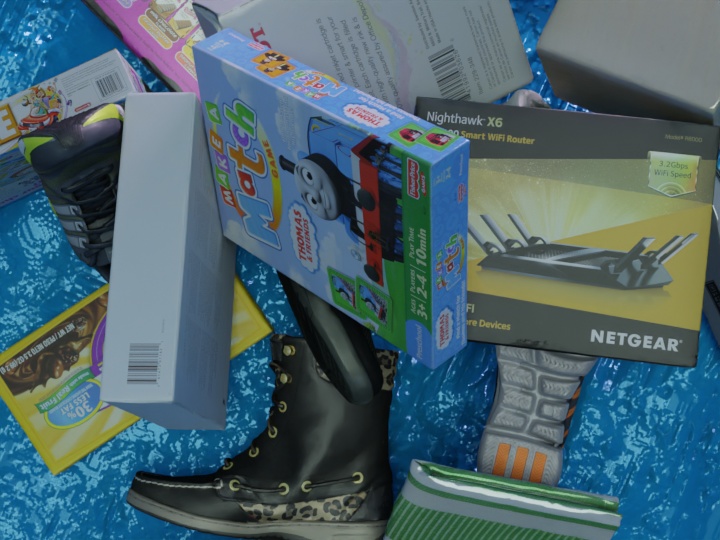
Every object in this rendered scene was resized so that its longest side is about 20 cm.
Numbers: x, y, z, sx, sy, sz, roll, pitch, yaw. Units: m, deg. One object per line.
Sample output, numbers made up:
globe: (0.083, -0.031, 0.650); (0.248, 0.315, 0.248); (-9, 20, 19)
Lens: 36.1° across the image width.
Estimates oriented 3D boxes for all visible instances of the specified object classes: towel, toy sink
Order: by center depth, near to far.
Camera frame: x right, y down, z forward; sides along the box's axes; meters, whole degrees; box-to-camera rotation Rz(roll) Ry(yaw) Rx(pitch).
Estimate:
toy sink: (0.231, -0.201, 0.773); (0.130, 0.112, 0.200); (25, 88, 21)
towel: (0.088, 0.210, 0.790); (0.152, 0.200, 0.023); (10, 45, -1)

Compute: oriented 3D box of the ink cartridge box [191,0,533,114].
ink cartridge box: (0.003, -0.162, 0.784); (0.200, 0.086, 0.148); (-27, 117, -9)

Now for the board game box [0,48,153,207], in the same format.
board game box: (-0.244, -0.086, 0.789); (0.200, 0.134, 0.034); (-25, 87, -2)

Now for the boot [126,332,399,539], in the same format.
boot: (-0.066, 0.122, 0.825); (0.200, 0.073, 0.151); (7, 86, 4)

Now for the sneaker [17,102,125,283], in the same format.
sneaker: (-0.177, -0.050, 0.755); (0.074, 0.200, 0.081); (-25, 78, -10)

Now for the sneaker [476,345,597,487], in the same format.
sneaker: (0.130, 0.071, 0.810); (0.077, 0.112, 0.200); (19, 93, 8)

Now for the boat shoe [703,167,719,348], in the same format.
boat shoe: (0.287, -0.005, 0.843); (0.057, 0.069, 0.200); (-23, 92, -20)

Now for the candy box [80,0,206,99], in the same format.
candy box: (-0.097, -0.229, 0.830); (0.200, 0.061, 0.136); (-44, 92, 0)

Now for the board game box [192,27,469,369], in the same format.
board game box: (-0.019, -0.047, 0.680); (0.037, 0.151, 0.200); (-34, 48, -31)

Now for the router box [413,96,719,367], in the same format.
router box: (0.126, -0.025, 0.732); (0.200, 0.052, 0.157); (6, 86, 7)

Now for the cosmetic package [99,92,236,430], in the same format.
cosmetic package: (-0.123, 0.001, 0.750); (0.052, 0.151, 0.200); (0, 75, 8)

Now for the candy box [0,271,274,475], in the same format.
candy box: (-0.176, 0.059, 0.845); (0.200, 0.026, 0.102); (-34, 92, -1)

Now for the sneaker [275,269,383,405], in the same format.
sneaker: (0.000, 0.000, 0.792); (0.114, 0.076, 0.200); (-17, 48, -7)

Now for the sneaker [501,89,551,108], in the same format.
sneaker: (0.130, -0.035, 0.839); (0.099, 0.078, 0.200); (-19, 106, 32)
